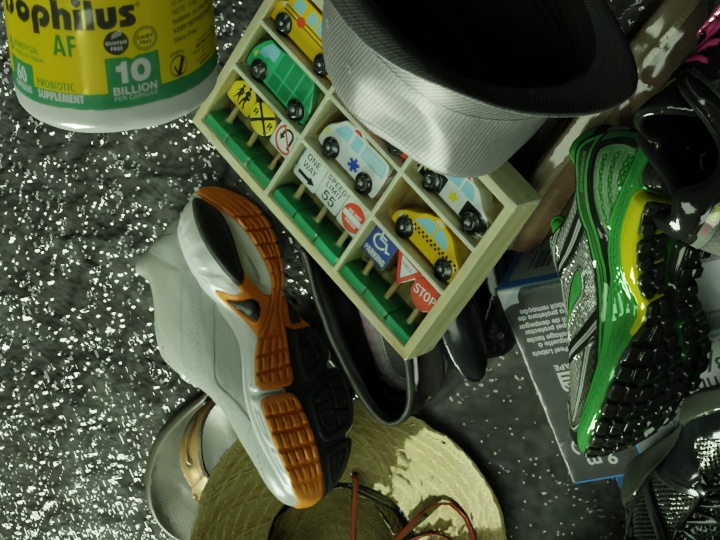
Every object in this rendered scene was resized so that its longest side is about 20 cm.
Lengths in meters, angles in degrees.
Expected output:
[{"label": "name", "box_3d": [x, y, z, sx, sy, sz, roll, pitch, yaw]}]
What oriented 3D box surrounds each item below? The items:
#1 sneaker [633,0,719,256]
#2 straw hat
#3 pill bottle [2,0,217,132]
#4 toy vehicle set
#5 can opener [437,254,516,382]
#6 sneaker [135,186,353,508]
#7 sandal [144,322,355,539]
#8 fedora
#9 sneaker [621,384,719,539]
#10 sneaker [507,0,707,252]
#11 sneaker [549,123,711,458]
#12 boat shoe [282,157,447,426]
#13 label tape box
[{"label": "sneaker", "box_3d": [0.181, -0.093, 1.234, 0.087, 0.201, 0.074, 8, 157, -16]}, {"label": "straw hat", "box_3d": [-0.015, 0.175, 1.535, 0.200, 0.085, 0.202, 0, 89, -13]}, {"label": "pill bottle", "box_3d": [-0.137, -0.184, 1.283, 0.112, 0.113, 0.201, 7, 120, 17]}, {"label": "toy vehicle set", "box_3d": [0.000, -0.063, 1.378, 0.200, 0.026, 0.124, 48, 126, 20]}, {"label": "can opener", "box_3d": [0.050, -0.038, 1.413, 0.063, 0.079, 0.201, -16, 102, -12]}, {"label": "sneaker", "box_3d": [-0.074, 0.056, 1.477, 0.092, 0.075, 0.201, -35, 69, 40]}, {"label": "sandal", "box_3d": [-0.074, 0.110, 1.546, 0.082, 0.055, 0.200, 45, 123, -8]}, {"label": "fedora", "box_3d": [0.045, -0.119, 1.293, 0.200, 0.176, 0.090, 56, 137, 30]}, {"label": "sneaker", "box_3d": [0.194, 0.133, 1.321, 0.076, 0.115, 0.200, 9, 153, -13]}, {"label": "sneaker", "box_3d": [0.149, -0.069, 1.352, 0.075, 0.071, 0.200, 34, 125, -3]}, {"label": "sneaker", "box_3d": [0.143, 0.011, 1.335, 0.085, 0.078, 0.201, 35, 128, 43]}, {"label": "boat shoe", "box_3d": [0.000, 0.000, 1.453, 0.067, 0.057, 0.201, -11, 114, 27]}, {"label": "label tape box", "box_3d": [0.184, 0.069, 1.422, 0.144, 0.063, 0.201, -12, 113, 26]}]
